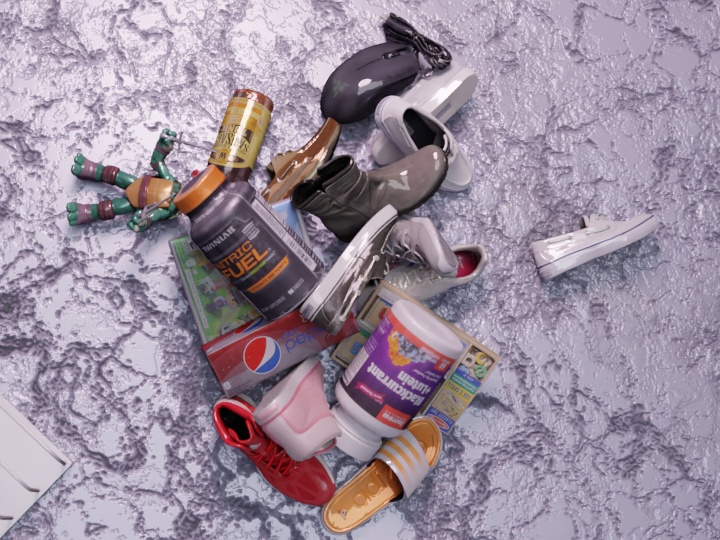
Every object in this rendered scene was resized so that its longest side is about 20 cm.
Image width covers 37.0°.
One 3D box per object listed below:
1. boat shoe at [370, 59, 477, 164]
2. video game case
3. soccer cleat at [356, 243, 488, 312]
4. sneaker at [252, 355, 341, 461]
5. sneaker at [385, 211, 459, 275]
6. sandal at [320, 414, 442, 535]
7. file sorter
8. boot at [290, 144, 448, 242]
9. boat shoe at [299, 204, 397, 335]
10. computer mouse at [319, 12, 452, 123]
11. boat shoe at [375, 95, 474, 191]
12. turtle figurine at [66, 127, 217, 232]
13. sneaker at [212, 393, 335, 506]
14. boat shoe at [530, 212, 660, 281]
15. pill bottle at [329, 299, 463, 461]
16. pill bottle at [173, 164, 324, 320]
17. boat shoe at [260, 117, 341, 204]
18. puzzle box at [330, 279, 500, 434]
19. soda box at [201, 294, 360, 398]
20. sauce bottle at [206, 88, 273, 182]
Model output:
[{"bbox_3d":[0.081,-0.237,1.571,0.200,0.072,0.068,-45,62,-6],"label":"boat shoe"},{"bbox_3d":[-0.142,0.024,1.453,0.181,0.022,0.201,-20,103,-13],"label":"video game case"},{"bbox_3d":[0.088,0.007,1.508,0.199,0.086,0.070,-23,84,-15],"label":"soccer cleat"},{"bbox_3d":[-0.071,0.183,1.396,0.075,0.200,0.105,-41,94,16],"label":"sneaker"},{"bbox_3d":[0.068,-0.030,1.474,0.082,0.200,0.075,-40,118,-3],"label":"sneaker"},{"bbox_3d":[0.037,0.283,1.449,0.207,0.059,0.079,-42,96,-13],"label":"sandal"},{"bbox_3d":[-0.478,0.262,1.318,0.139,0.125,0.200,43,74,0],"label":"file sorter"},{"bbox_3d":[0.014,-0.118,1.435,0.200,0.131,0.068,-34,56,13],"label":"boot"},{"bbox_3d":[0.000,0.000,1.397,0.064,0.071,0.200,37,64,0],"label":"boat shoe"},{"bbox_3d":[0.020,-0.292,1.553,0.200,0.053,0.138,-41,60,-11],"label":"computer mouse"},{"bbox_3d":[0.101,-0.169,1.516,0.200,0.065,0.074,33,87,-36],"label":"boat shoe"},{"bbox_3d":[-0.287,-0.105,1.439,0.199,0.101,0.150,0,59,10],"label":"turtle figurine"},{"bbox_3d":[-0.120,0.241,1.394,0.200,0.116,0.078,37,91,3],"label":"sneaker"},{"bbox_3d":[0.344,-0.053,1.579,0.199,0.074,0.067,-24,87,-14],"label":"boat shoe"},{"bbox_3d":[0.037,0.149,1.423,0.111,0.111,0.200,35,101,-3],"label":"pill bottle"},{"bbox_3d":[-0.147,-0.040,1.375,0.200,0.106,0.106,47,73,-16],"label":"pill bottle"},{"bbox_3d":[-0.097,-0.134,1.506,0.074,0.076,0.200,31,74,0],"label":"boat shoe"},{"bbox_3d":[0.074,0.119,1.486,0.200,0.025,0.133,33,101,-4],"label":"puzzle box"},{"bbox_3d":[-0.106,0.089,1.430,0.199,0.063,0.070,-26,104,-12],"label":"soda box"},{"bbox_3d":[-0.177,-0.153,1.497,0.066,0.066,0.201,18,74,-8],"label":"sauce bottle"}]
